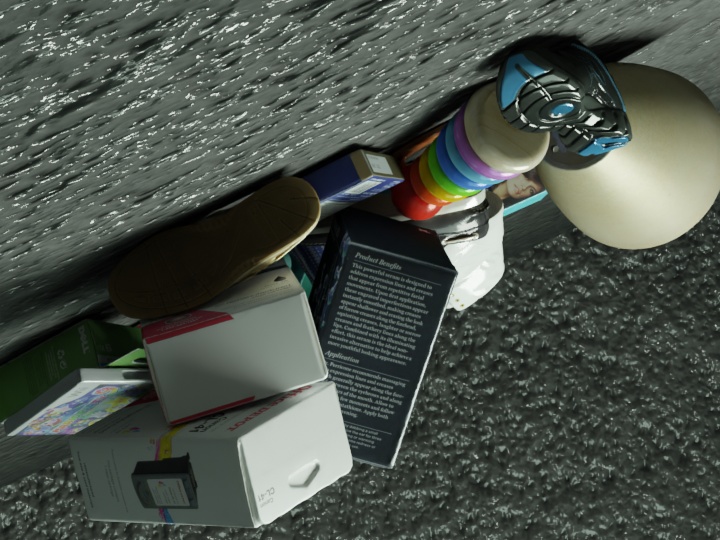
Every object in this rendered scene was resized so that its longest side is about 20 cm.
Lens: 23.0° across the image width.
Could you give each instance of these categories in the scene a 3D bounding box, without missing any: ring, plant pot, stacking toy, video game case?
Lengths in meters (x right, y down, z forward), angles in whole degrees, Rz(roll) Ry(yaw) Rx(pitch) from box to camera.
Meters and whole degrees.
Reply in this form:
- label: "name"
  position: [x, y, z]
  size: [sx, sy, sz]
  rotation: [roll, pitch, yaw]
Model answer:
- label: "ring"
  position: [0.096, -0.127, 1.762]
  size: [0.200, 0.019, 0.200]
  rotation: [-26, 174, -3]
- label: "plant pot"
  position: [0.238, -0.125, 1.713]
  size: [0.187, 0.188, 0.200]
  rotation: [-28, 163, 21]
- label: "stacking toy"
  position: [0.087, -0.099, 1.630]
  size: [0.085, 0.086, 0.200]
  rotation: [-22, 174, -34]
- label: "video game case"
  position: [-0.249, 0.137, 1.838]
  size: [0.200, 0.018, 0.143]
  rotation: [4, 152, -44]

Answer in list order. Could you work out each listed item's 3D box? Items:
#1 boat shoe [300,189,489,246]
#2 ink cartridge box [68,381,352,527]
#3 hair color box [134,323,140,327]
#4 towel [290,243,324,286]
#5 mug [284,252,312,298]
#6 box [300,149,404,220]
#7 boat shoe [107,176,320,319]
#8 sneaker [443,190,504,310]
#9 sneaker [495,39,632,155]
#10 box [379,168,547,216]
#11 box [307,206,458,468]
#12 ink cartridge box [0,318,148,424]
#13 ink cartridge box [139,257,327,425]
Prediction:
- label: "boat shoe"
  position: [0.030, -0.045, 1.758]
  size: [0.199, 0.061, 0.074]
  rotation: [-12, -151, 0]
- label: "ink cartridge box"
  position: [-0.130, 0.157, 1.540]
  size: [0.199, 0.086, 0.147]
  rotation: [-5, -166, 37]
- label: "hair color box"
  position: [-0.198, 0.075, 2.114]
  size: [0.101, 0.061, 0.200]
  rotation: [-28, 175, 12]
- label: "towel"
  position: [0.000, 0.000, 1.863]
  size: [0.024, 0.145, 0.200]
  rotation: [-39, 168, 30]
- label: "mug"
  position: [-0.086, 0.038, 1.884]
  size: [0.114, 0.186, 0.152]
  rotation: [2, -159, 28]
- label: "box"
  position: [-0.065, -0.054, 1.623]
  size: [0.200, 0.032, 0.121]
  rotation: [-27, 174, 14]
- label: "boat shoe"
  position: [-0.121, -0.014, 1.533]
  size: [0.199, 0.074, 0.069]
  rotation: [-25, 172, 4]
- label: "sneaker"
  position: [0.067, 0.010, 1.819]
  size: [0.200, 0.074, 0.116]
  rotation: [-26, 135, -16]
- label: "sneaker"
  position: [0.169, -0.161, 1.530]
  size: [0.073, 0.082, 0.200]
  rotation: [-17, 160, 25]
- label: "box"
  position: [0.100, -0.080, 1.888]
  size: [0.200, 0.082, 0.049]
  rotation: [-25, 174, -17]
- label: "box"
  position: [0.004, 0.060, 1.664]
  size: [0.107, 0.201, 0.148]
  rotation: [16, -167, -9]
- label: "ink cartridge box"
  position: [-0.276, 0.099, 1.831]
  size: [0.200, 0.059, 0.104]
  rotation: [-28, 157, 28]
- label: "ink cartridge box"
  position: [-0.118, 0.056, 1.573]
  size: [0.144, 0.085, 0.200]
  rotation: [-16, -168, -5]
